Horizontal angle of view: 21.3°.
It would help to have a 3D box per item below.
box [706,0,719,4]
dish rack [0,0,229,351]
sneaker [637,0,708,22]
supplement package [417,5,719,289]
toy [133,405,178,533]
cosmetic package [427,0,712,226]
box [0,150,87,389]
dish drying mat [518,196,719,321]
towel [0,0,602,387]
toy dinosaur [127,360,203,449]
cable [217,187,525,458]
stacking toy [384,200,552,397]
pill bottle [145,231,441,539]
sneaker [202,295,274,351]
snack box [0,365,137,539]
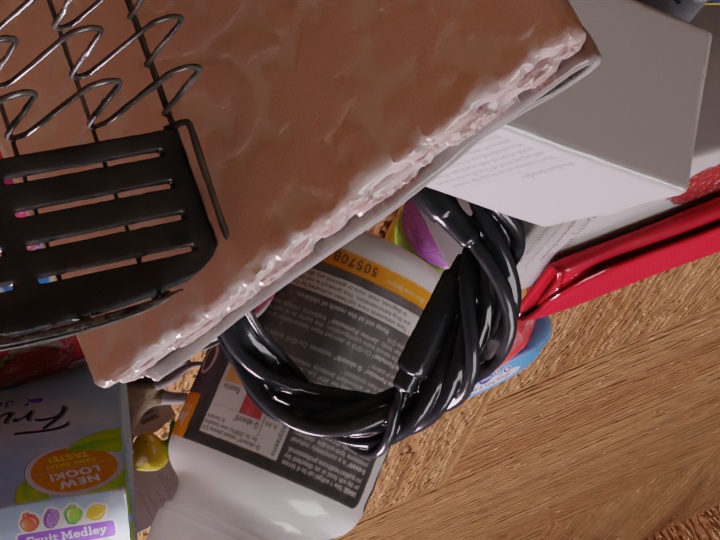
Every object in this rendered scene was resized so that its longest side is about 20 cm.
[{"bbox_3d":[0.202,-0.173,0.926,0.200,0.064,0.070,-8,154,-44],"label":"box"},{"bbox_3d":[-0.117,-0.077,0.544,0.153,0.201,0.055,-14,169,-34],"label":"dish rack"},{"bbox_3d":[0.080,-0.146,0.748,0.199,0.115,0.075,-21,161,-15],"label":"sneaker"},{"bbox_3d":[0.132,-0.082,0.988,0.200,0.120,0.121,-17,160,-28],"label":"supplement package"},{"bbox_3d":[-0.192,0.158,1.191,0.200,0.115,0.047,-29,131,-7],"label":"toy"},{"bbox_3d":[0.024,-0.083,0.737,0.200,0.071,0.101,18,166,-25],"label":"cosmetic package"},{"bbox_3d":[-0.148,-0.031,0.768,0.095,0.100,0.200,-15,159,-22],"label":"box"},{"bbox_3d":[0.180,-0.018,1.007,0.199,0.018,0.077,-21,165,-18],"label":"dish drying mat"},{"bbox_3d":[-0.040,-0.090,0.613,0.200,0.191,0.032,-35,156,23],"label":"towel"},{"bbox_3d":[-0.178,0.116,1.085,0.077,0.102,0.200,21,97,-58],"label":"toy dinosaur"},{"bbox_3d":[0.000,0.000,0.925,0.163,0.201,0.051,-4,-156,9],"label":"cable"},{"bbox_3d":[0.058,-0.020,1.121,0.116,0.110,0.200,-24,150,-19],"label":"stacking toy"},{"bbox_3d":[-0.037,0.076,1.046,0.200,0.116,0.116,-67,164,-9],"label":"pill bottle"},{"bbox_3d":[-0.142,0.033,1.006,0.199,0.074,0.087,-19,161,-8],"label":"sneaker"},{"bbox_3d":[-0.185,0.086,0.850,0.168,0.200,0.068,-8,115,-7],"label":"snack box"}]
